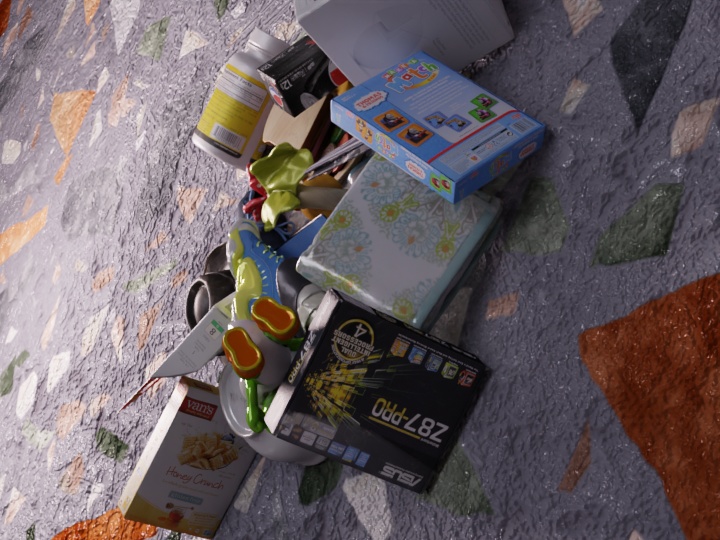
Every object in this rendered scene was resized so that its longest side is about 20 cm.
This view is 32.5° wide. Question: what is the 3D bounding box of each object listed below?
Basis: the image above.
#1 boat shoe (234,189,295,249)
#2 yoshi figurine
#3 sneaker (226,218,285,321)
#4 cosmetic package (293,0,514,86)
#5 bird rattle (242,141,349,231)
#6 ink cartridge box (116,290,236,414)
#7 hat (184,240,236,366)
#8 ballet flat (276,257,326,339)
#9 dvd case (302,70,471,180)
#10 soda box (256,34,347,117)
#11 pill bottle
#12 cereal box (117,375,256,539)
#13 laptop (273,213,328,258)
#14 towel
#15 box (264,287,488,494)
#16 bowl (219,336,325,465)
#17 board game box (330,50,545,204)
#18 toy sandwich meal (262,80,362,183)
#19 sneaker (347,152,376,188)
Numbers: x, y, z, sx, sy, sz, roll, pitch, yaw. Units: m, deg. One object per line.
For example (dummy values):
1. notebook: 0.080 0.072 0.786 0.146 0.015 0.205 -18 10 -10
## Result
1. boat shoe: -0.142 -0.061 1.761 0.069 0.083 0.201 -64 35 25
2. yoshi figurine: -0.091 0.122 1.362 0.201 0.110 0.114 86 -177 -61
3. sneaker: -0.105 0.010 1.510 0.103 0.076 0.202 -16 51 8
4. cosmetic package: 0.050 -0.331 1.501 0.198 0.199 0.124 -27 48 20
5. bird rattle: -0.077 -0.091 1.632 0.200 0.160 0.115 127 150 -82
6. ink cartridge box: -0.211 0.110 1.589 0.200 0.050 0.161 -48 -1 15
7. hat: -0.193 0.064 1.707 0.199 0.080 0.204 12 106 45
8. ballet flat: -0.036 0.074 1.417 0.073 0.073 0.203 -22 89 46
9. dvd case: 0.033 -0.181 1.533 0.148 0.016 0.200 -21 14 47
10. soda box: -0.038 -0.296 1.686 0.199 0.064 0.071 -37 34 -11
11. pill bottle: -0.169 -0.263 1.892 0.202 0.110 0.111 -62 34 8
12. cereal box: -0.217 0.251 1.639 0.202 0.142 0.039 -62 35 9
13. laptop: -0.049 0.069 1.505 0.187 0.114 0.203 -33 46 56
14. towel: 0.048 -0.035 1.406 0.170 0.048 0.201 31 76 20
15. box: 0.017 0.132 1.326 0.163 0.198 0.049 -61 24 7
16. bowl: -0.114 0.151 1.530 0.200 0.089 0.205 15 109 51
17. board game box: 0.086 -0.168 1.400 0.199 0.150 0.037 38 145 31
18. toy sandwich meal: -0.057 -0.206 1.738 0.204 0.070 0.208 -31 48 42
19. sneaker: 0.084 -0.105 1.492 0.199 0.079 0.132 -35 60 26
